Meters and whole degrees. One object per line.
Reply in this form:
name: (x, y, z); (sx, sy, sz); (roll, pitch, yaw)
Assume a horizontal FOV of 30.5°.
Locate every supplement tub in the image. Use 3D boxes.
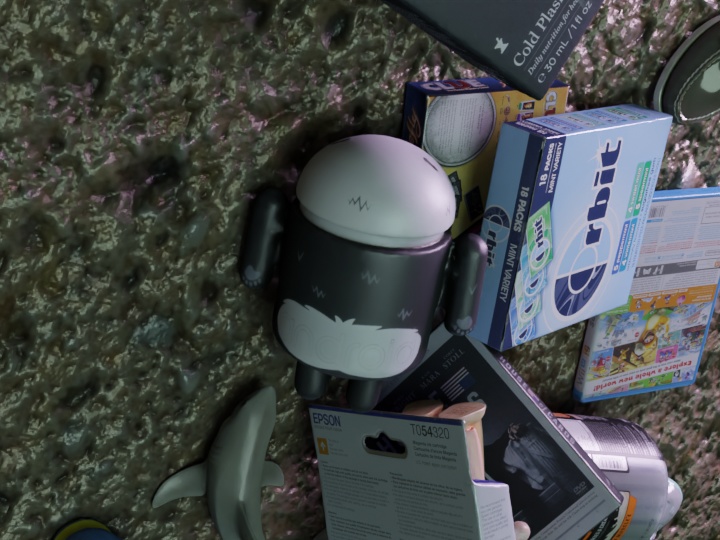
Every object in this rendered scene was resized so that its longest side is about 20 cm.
supplement tub: (0.165, 0.188, 1.173); (0.198, 0.123, 0.124); (8, 110, -32)

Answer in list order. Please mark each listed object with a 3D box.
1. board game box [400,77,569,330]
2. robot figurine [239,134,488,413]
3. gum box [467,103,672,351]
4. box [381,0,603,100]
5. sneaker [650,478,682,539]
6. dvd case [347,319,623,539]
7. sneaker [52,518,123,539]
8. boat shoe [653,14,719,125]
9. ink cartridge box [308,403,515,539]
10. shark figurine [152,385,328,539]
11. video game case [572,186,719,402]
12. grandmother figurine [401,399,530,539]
board game box: (0.090, -0.052, 1.060); (0.134, 0.035, 0.203); (-7, 117, -28)
robot figurine: (0.002, 0.000, 0.979); (0.149, 0.125, 0.203); (-4, 117, -32)
gum box: (0.168, -0.040, 1.063); (0.199, 0.044, 0.172); (-16, 122, -49)
box: (0.084, -0.259, 0.895); (0.195, 0.124, 0.201); (26, 99, -35)
sneaker: (0.257, 0.283, 1.265); (0.198, 0.140, 0.079); (-25, 125, -17)
dvd case: (0.091, 0.154, 1.067); (0.150, 0.200, 0.025); (-43, 175, 18)
sneaker: (-0.169, 0.275, 1.049); (0.066, 0.078, 0.200); (-44, 130, -6)
boat shoe: (0.337, -0.187, 1.121); (0.201, 0.060, 0.072); (-37, 127, -10)
ink cartridge box: (0.042, 0.201, 1.005); (0.043, 0.195, 0.203); (-10, 96, -36)
shark figurine: (-0.079, 0.212, 1.065); (0.127, 0.089, 0.216); (-31, 124, -12)
video game case: (0.274, 0.022, 1.219); (0.141, 0.018, 0.203); (-6, 117, -29)
grandmother figurine: (0.082, 0.206, 1.039); (0.060, 0.120, 0.203); (-16, 103, -42)
